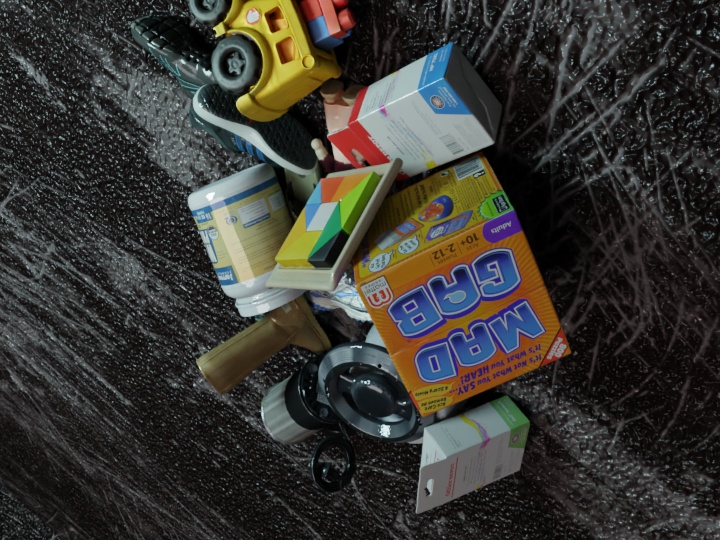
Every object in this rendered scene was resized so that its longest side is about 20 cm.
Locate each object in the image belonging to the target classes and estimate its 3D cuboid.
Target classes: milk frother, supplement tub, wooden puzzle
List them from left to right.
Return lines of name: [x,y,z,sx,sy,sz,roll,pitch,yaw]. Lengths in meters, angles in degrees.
supplement tub: [-0.168,-0.047,1.198,0.142,0.144,0.204,-11,105,39]
milk frother: [-0.087,0.281,1.351,0.179,0.202,0.188,38,145,-9]
wooden puzzle: [-0.043,-0.060,0.990,0.037,0.188,0.198,36,160,-24]

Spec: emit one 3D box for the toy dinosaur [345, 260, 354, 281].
toy dinosaur: [0.000,0.000,1.125,0.200,0.047,0.088,49,-179,-33]

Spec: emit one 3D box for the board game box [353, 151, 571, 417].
board game box: [0.116,0.012,0.964,0.196,0.201,0.203,-24,115,10]

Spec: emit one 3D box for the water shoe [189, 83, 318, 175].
water shoe: [-0.151,-0.198,1.110,0.197,0.073,0.079,31,155,-16]

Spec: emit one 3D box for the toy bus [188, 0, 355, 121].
toy bus: [-0.101,-0.321,0.983,0.189,0.135,0.204,-23,89,22]

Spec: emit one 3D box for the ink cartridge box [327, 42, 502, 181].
ink cartridge box: [0.066,-0.189,0.981,0.197,0.068,0.116,-16,134,40]

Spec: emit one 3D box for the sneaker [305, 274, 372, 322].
sneaker: [-0.012,0.022,1.211,0.196,0.077,0.087,6,121,31]

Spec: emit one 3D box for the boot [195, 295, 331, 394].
boot: [-0.157,0.135,1.286,0.066,0.198,0.176,46,169,40]

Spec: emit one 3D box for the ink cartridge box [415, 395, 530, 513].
ink cartridge box: [0.158,0.284,1.196,0.068,0.196,0.119,50,148,45]

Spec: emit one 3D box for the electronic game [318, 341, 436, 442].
electronic game: [0.024,0.191,1.193,0.195,0.042,0.204,16,132,18]

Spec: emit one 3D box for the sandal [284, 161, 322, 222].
sandal: [-0.085,-0.105,1.176,0.078,0.057,0.205,-4,117,31]

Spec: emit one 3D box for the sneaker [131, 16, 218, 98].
sneaker: [-0.259,-0.298,1.135,0.198,0.076,0.080,35,137,9]

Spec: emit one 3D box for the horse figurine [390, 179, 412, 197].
horse figurine: [0.091,-0.031,1.093,0.199,0.050,0.132,38,121,-17]

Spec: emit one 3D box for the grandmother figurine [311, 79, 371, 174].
grandmother figurine: [-0.011,-0.160,1.091,0.119,0.060,0.204,24,135,29]

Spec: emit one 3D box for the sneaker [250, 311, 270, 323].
sneaker: [-0.153,0.043,1.320,0.074,0.079,0.204,6,123,32]

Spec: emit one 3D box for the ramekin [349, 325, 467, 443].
ramekin: [0.075,0.181,1.250,0.196,0.098,0.204,18,130,23]

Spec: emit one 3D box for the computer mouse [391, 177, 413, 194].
computer mouse: [0.055,-0.076,1.128,0.058,0.034,0.204,20,125,26]
